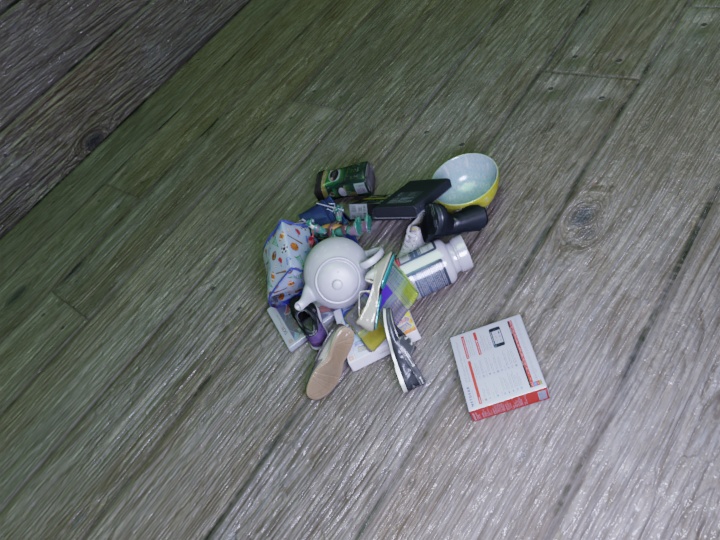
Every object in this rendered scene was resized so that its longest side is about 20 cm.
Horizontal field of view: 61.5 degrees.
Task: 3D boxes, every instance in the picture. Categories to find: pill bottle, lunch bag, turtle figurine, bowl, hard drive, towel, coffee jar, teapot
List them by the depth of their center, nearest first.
[{"bbox_3d":[0.051,0.091,1.519,0.201,0.023,0.144,-50,48,14],"label":"towel"},{"bbox_3d":[-0.055,0.014,1.564,0.192,0.205,0.146,14,13,-8],"label":"teapot"},{"bbox_3d":[0.188,-0.008,1.577,0.196,0.121,0.121,-24,44,6],"label":"pill bottle"},{"bbox_3d":[0.141,-0.195,1.618,0.137,0.034,0.199,1,29,38],"label":"hard drive"},{"bbox_3d":[-0.075,-0.123,1.667,0.195,0.103,0.150,2,30,26],"label":"turtle figurine"},{"bbox_3d":[0.303,-0.222,1.708,0.195,0.108,0.204,-15,47,17],"label":"bowl"},{"bbox_3d":[-0.212,-0.013,1.731,0.200,0.121,0.174,-45,47,39],"label":"lunch bag"},{"bbox_3d":[-0.082,-0.118,1.802,0.131,0.137,0.201,-33,46,-2],"label":"lunch bag"},{"bbox_3d":[-0.055,-0.285,1.968,0.195,0.086,0.106,-6,52,22],"label":"coffee jar"}]

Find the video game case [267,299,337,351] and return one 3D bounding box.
[{"bbox_3d":[-0.155,0.111,1.725,0.198,0.023,0.183,-36,45,-5],"label":"video game case"}]

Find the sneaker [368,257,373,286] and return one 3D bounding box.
[{"bbox_3d":[0.000,0.000,1.680,0.194,0.089,0.075,-5,17,20],"label":"sneaker"}]

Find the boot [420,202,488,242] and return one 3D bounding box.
[{"bbox_3d":[0.246,-0.135,1.542,0.164,0.200,0.078,-15,78,-6],"label":"boot"}]

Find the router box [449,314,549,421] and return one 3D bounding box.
[{"bbox_3d":[0.310,0.216,1.368,0.175,0.049,0.203,-20,46,12],"label":"router box"}]

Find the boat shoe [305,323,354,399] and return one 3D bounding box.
[{"bbox_3d":[-0.080,0.229,1.532,0.204,0.071,0.065,-64,23,5],"label":"boat shoe"}]

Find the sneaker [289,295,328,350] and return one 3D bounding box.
[{"bbox_3d":[-0.148,0.118,1.636,0.075,0.088,0.200,-36,44,-5],"label":"sneaker"}]

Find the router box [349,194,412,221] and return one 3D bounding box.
[{"bbox_3d":[0.087,-0.187,1.776,0.195,0.054,0.156,2,17,29],"label":"router box"}]

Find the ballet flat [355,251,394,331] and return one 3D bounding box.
[{"bbox_3d":[0.032,0.045,1.487,0.068,0.069,0.205,8,77,33],"label":"ballet flat"}]

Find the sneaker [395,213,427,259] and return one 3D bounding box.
[{"bbox_3d":[0.146,-0.077,1.686,0.075,0.081,0.202,14,61,34],"label":"sneaker"}]

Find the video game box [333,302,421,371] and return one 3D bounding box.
[{"bbox_3d":[0.039,0.141,1.579,0.196,0.047,0.185,-27,48,5],"label":"video game box"}]

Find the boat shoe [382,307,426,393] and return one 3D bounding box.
[{"bbox_3d":[0.099,0.183,1.440,0.066,0.072,0.205,-18,86,3],"label":"boat shoe"}]
